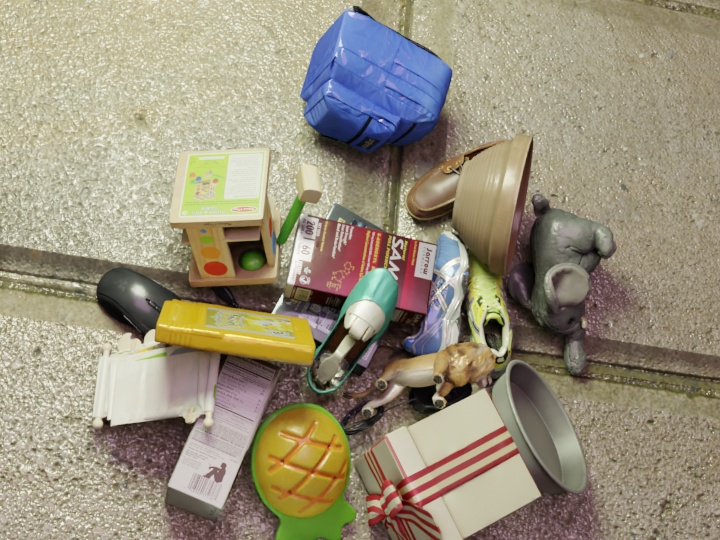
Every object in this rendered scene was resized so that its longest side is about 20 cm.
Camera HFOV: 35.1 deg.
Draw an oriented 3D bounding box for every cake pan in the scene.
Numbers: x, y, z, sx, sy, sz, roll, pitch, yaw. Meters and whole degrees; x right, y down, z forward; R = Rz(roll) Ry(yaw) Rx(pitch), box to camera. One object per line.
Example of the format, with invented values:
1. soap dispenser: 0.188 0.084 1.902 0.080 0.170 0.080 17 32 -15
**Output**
1. cake pan: 0.244 0.220 1.566 0.037 0.200 0.202 -32 76 24

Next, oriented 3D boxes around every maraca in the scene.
1. maraca: -0.073 0.274 1.504 0.136 0.107 0.202 -14 100 -14

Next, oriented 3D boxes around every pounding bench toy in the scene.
1. pounding bench toy: -0.142 -0.067 1.557 0.198 0.157 0.125 -3 52 4

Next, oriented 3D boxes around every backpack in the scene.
1. backpack: 0.024 -0.262 1.695 0.198 0.162 0.170 21 76 -18

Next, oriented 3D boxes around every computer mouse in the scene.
1. computer mouse: -0.257 0.042 1.575 0.200 0.046 0.141 40 67 4
2. computer mouse: 0.065 0.194 1.600 0.198 0.034 0.059 -16 43 -11

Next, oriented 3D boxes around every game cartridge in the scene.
1. game cartridge: -0.161 0.076 1.475 0.198 0.176 0.033 11 98 -8

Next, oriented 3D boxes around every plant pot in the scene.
1. plant pot: 0.186 -0.099 1.635 0.092 0.201 0.203 11 67 10

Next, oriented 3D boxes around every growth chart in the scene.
1. growth chart: -0.267 0.141 1.486 0.198 0.018 0.146 -6 56 23

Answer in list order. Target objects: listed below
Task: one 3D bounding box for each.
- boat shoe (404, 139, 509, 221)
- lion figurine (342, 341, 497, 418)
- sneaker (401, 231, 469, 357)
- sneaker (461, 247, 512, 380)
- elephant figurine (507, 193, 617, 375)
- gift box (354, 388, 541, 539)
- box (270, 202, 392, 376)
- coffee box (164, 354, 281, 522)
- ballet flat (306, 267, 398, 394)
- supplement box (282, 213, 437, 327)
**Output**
1. boat shoe: 0.152 -0.145 1.724 0.199 0.068 0.072 -30 79 -21
2. lion figurine: 0.084 0.143 1.571 0.198 0.073 0.123 -3 23 22
3. sneaker: 0.109 0.034 1.643 0.076 0.076 0.202 13 68 -10
4. sneaker: 0.188 0.053 1.655 0.075 0.077 0.202 -6 69 -13
5. elephant figurine: 0.289 0.023 1.661 0.154 0.142 0.202 21 76 14
6. gift box: 0.110 0.289 1.493 0.185 0.185 0.201 -22 72 -21
7. box: -0.019 0.026 1.632 0.157 0.051 0.201 29 67 -1
8. coffee box: -0.181 0.214 1.493 0.079 0.113 0.202 23 66 -3
9. ballet flat: -0.010 0.090 1.524 0.067 0.201 0.071 31 22 -6
10. supplement box: 0.000 0.000 1.584 0.198 0.061 0.110 12 69 -6
